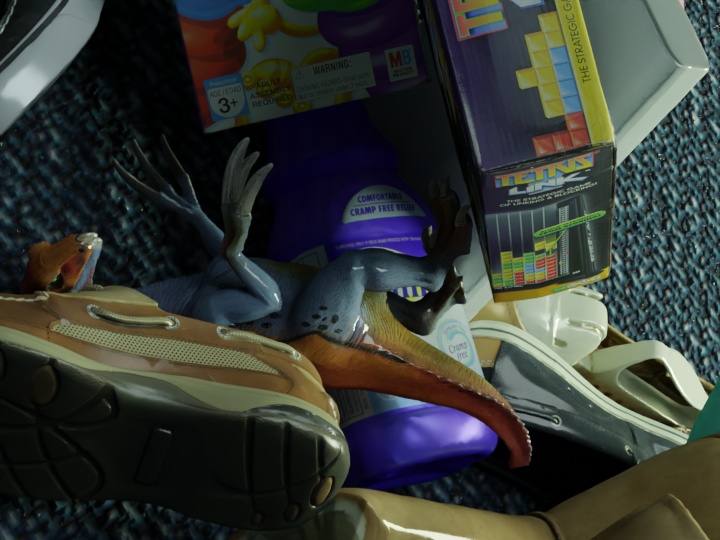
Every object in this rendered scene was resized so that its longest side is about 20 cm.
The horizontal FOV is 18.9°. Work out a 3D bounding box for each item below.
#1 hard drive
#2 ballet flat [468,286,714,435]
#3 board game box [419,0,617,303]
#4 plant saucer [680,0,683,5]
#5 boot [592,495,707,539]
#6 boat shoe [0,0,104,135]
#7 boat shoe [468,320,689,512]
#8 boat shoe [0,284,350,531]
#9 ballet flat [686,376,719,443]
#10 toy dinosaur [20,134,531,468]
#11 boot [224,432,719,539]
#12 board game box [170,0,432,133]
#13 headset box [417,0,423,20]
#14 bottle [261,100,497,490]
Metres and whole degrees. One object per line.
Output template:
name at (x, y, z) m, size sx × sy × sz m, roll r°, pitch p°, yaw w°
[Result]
hard drive at (0.070, -0.082, 1.003) m, size 0.027 × 0.200 × 0.132 m, roll 3°, pitch 53°, yaw -37°
ballet flat at (0.119, 0.040, 1.112) m, size 0.200 × 0.063 × 0.069 m, roll 33°, pitch 46°, yaw -31°
board game box at (0.054, -0.106, 0.882) m, size 0.165 × 0.056 × 0.201 m, roll 69°, pitch 8°, yaw -71°
plant saucer at (0.144, -0.216, 1.238) m, size 0.201 × 0.051 × 0.201 m, roll -9°, pitch 90°, yaw -87°
boot at (0.087, 0.215, 0.861) m, size 0.176 × 0.200 × 0.066 m, roll 59°, pitch -4°, yaw -3°
boat shoe at (-0.145, -0.125, 0.913) m, size 0.068 × 0.074 × 0.200 m, roll 41°, pitch 41°, yaw -19°
boat shoe at (0.116, 0.100, 1.068) m, size 0.200 × 0.075 × 0.062 m, roll 35°, pitch 47°, yaw -21°
boat shoe at (-0.102, 0.045, 0.842) m, size 0.199 × 0.076 × 0.074 m, roll 17°, pitch 35°, yaw -17°
ballet flat at (0.162, 0.138, 1.015) m, size 0.070 × 0.201 × 0.067 m, roll 27°, pitch 7°, yaw -5°
toy dinosaur at (-0.041, 0.016, 0.895) m, size 0.181 × 0.105 × 0.201 m, roll -22°, pitch 80°, yaw -12°
boot at (0.061, 0.117, 0.918) m, size 0.200 × 0.175 × 0.066 m, roll 15°, pitch 45°, yaw -46°
board game box at (-0.043, -0.177, 0.916) m, size 0.105 × 0.103 × 0.201 m, roll -106°, pitch -176°, yaw -64°
headset box at (0.057, -0.217, 1.083) m, size 0.200 × 0.092 × 0.175 m, roll 70°, pitch 10°, yaw -54°
bottle at (0.000, 0.000, 1.001) m, size 0.083 × 0.065 × 0.201 m, roll -4°, pitch 71°, yaw -37°
